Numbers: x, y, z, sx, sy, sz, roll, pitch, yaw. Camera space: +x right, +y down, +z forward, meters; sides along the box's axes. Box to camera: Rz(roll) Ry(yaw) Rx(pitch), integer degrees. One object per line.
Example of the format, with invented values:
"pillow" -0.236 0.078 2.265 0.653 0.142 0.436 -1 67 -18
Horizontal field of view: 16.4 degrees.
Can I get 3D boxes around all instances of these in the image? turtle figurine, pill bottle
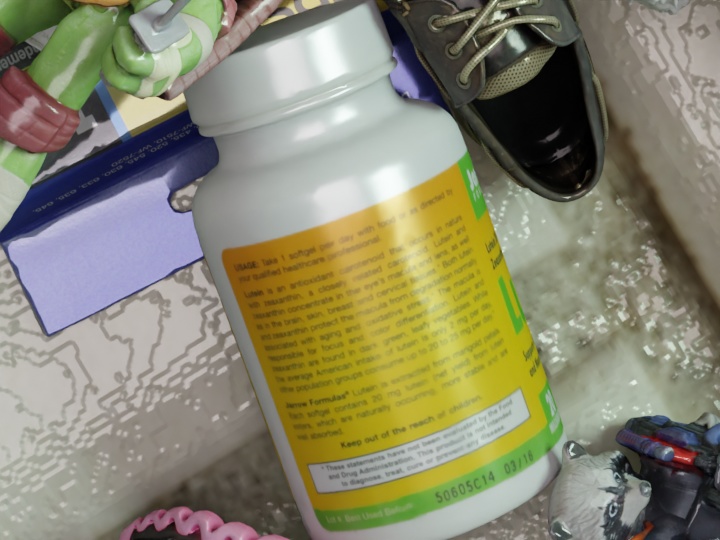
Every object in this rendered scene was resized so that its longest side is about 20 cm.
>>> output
"turtle figurine" -0.112 -0.113 0.868 0.194 0.200 0.144 -44 88 12
"pill bottle" 0.000 0.000 0.977 0.111 0.111 0.200 -20 101 0

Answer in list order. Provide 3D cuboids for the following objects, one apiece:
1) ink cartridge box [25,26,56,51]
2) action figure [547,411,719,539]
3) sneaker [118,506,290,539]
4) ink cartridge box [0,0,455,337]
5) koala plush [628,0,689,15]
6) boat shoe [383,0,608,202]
"ink cartridge box" -0.102 -0.191 0.961 0.109 0.050 0.200 34 94 -11
"action figure" 0.160 0.121 0.955 0.193 0.200 0.105 25 88 -7
"sneaker" -0.029 0.154 0.970 0.200 0.079 0.095 12 77 39
"ink cartridge box" -0.090 -0.104 1.021 0.198 0.047 0.200 -27 90 0
"koala plush" 0.119 -0.217 0.968 0.177 0.184 0.200 42 103 -1
"boat shoe" 0.052 -0.101 0.956 0.074 0.073 0.200 -35 136 4
